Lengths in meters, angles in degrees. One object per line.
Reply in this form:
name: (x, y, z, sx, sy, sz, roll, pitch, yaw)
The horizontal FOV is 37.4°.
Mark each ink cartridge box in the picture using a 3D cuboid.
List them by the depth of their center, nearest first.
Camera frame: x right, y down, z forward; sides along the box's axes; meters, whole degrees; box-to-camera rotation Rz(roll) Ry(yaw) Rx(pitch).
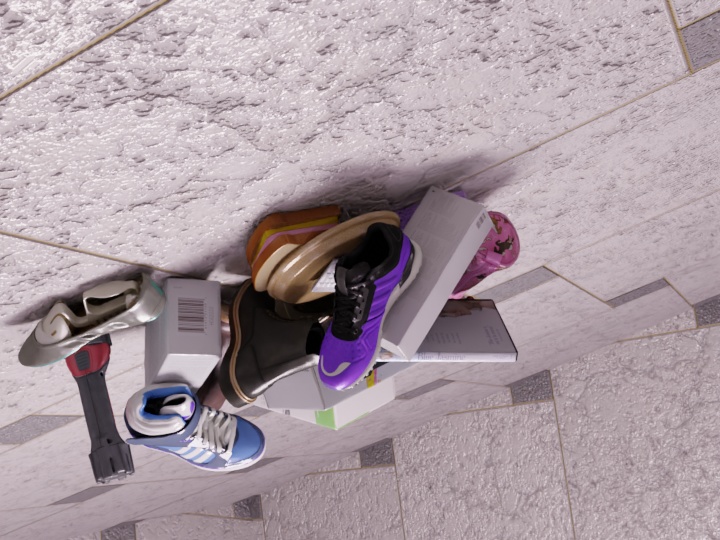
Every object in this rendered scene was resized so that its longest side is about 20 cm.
ink cartridge box: (-0.026, 0.115, 1.438, 0.199, 0.084, 0.145, -23, -171, -36)
ink cartridge box: (-0.065, 0.175, 1.723, 0.198, 0.085, 0.145, 9, -157, 42)

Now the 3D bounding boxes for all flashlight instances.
flashlight: (-0.335, 0.170, 1.369, 0.067, 0.203, 0.068, -6, 162, -40)

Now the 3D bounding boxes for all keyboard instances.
keyboard: (0.024, 0.006, 1.323, 0.198, 0.011, 0.056, 0, 144, -46)

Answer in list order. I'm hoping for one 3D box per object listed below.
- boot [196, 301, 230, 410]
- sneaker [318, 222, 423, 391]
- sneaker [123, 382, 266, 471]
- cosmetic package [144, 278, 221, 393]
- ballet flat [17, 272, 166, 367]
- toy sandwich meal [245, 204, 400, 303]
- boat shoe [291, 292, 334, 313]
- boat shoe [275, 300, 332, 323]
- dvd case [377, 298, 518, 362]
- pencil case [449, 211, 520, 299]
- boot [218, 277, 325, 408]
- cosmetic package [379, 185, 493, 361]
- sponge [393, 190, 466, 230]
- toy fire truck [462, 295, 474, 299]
boot: (-0.197, 0.135, 1.495, 0.072, 0.168, 0.200, 22, 174, 8)
sneaker: (-0.007, 0.033, 1.208, 0.069, 0.202, 0.100, 17, 165, 33)
sneaker: (-0.214, 0.205, 1.405, 0.197, 0.082, 0.147, 14, 155, -9)
cosmetic package: (-0.234, 0.093, 1.389, 0.070, 0.103, 0.200, 4, 158, -19)
ballet flat: (-0.329, 0.052, 1.265, 0.198, 0.068, 0.064, -21, 137, 6)
toy sandwich meal: (-0.046, -0.030, 1.293, 0.203, 0.071, 0.205, -28, 164, -9)
boat shoe: (0.000, 0.000, 1.413, 0.197, 0.068, 0.072, -13, 156, 7)
boat shoe: (-0.069, 0.061, 1.557, 0.199, 0.073, 0.068, -29, 161, 32)
dvd case: (0.088, 0.073, 1.353, 0.197, 0.018, 0.143, 1, -154, -8)
pencil case: (0.135, -0.005, 1.435, 0.082, 0.087, 0.200, -12, 161, -32)
boot: (-0.095, 0.071, 1.336, 0.137, 0.202, 0.078, -25, 130, 24)
cosmetic package: (0.073, 0.002, 1.283, 0.201, 0.082, 0.051, -57, 147, -12)
sponge: (0.092, -0.051, 1.446, 0.110, 0.030, 0.200, -19, 165, 0)
toy fire truck: (0.128, 0.101, 1.730, 0.167, 0.113, 0.200, -39, 180, 17)
